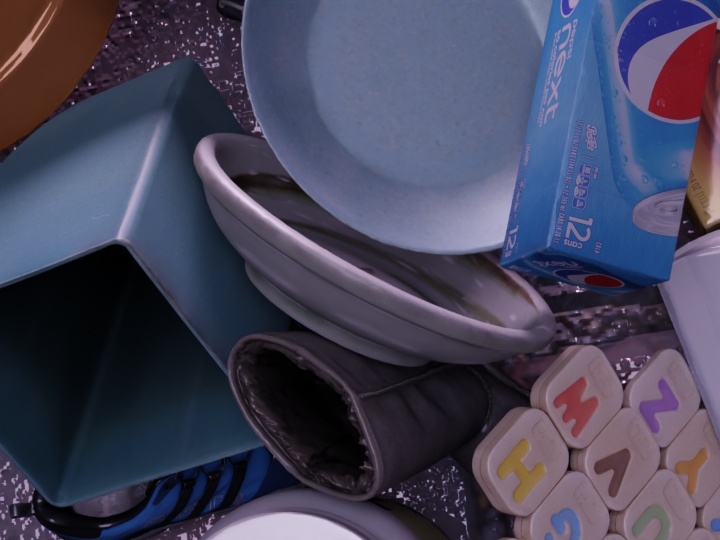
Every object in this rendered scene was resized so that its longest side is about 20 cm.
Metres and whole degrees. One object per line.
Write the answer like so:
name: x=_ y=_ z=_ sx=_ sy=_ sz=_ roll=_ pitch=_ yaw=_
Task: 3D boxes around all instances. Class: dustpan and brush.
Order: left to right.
dustpan and brush: x=0.270 y=0.020 z=0.916 sx=0.200 sy=0.057 sz=0.140 roll=-22 pitch=96 yaw=7

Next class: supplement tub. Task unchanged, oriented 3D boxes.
supplement tub: x=-0.017 y=0.183 z=0.864 sx=0.145 sy=0.200 sz=0.145 roll=-1 pitch=81 yaw=9

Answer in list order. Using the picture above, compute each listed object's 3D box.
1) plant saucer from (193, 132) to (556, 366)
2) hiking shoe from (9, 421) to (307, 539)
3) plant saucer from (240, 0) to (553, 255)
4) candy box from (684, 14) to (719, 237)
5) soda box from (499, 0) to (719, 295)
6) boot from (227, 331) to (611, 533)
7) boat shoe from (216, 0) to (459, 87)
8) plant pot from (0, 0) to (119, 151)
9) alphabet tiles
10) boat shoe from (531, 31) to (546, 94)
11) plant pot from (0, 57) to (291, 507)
plant saucer: x=0.000 y=0.000 z=0.858 sx=0.200 sy=0.200 sz=0.050 roll=31 pitch=104 yaw=13
hiking shoe: x=-0.086 y=0.104 z=0.946 sx=0.200 sy=0.087 sz=0.074 roll=-28 pitch=78 yaw=5
plant saucer: x=0.037 y=-0.105 z=0.855 sx=0.201 sy=0.039 sz=0.201 roll=2 pitch=83 yaw=-12
candy box: x=0.194 y=-0.132 z=0.951 sx=0.117 sy=0.056 sz=0.200 roll=-27 pitch=79 yaw=7
soda box: x=0.123 y=-0.093 z=0.818 sx=0.064 sy=0.068 sz=0.200 roll=14 pitch=80 yaw=-12
boot: x=0.042 y=0.085 z=0.867 sx=0.182 sy=0.200 sz=0.073 roll=35 pitch=99 yaw=15
boat shoe: x=-0.016 y=-0.129 z=0.953 sx=0.200 sy=0.075 sz=0.062 roll=38 pitch=108 yaw=37
plant pot: x=-0.252 y=-0.174 z=0.958 sx=0.200 sy=0.140 sz=0.200 roll=-12 pitch=63 yaw=25
alphabet tiles: x=0.135 y=0.141 z=0.865 sx=0.196 sy=0.015 sz=0.200 roll=-43 pitch=109 yaw=-31
boat shoe: x=0.093 y=-0.080 z=0.927 sx=0.200 sy=0.072 sz=0.060 roll=-35 pitch=72 yaw=28
plant pot: x=-0.119 y=-0.011 z=0.905 sx=0.141 sy=0.141 sz=0.200 roll=-19 pitch=36 yaw=24
